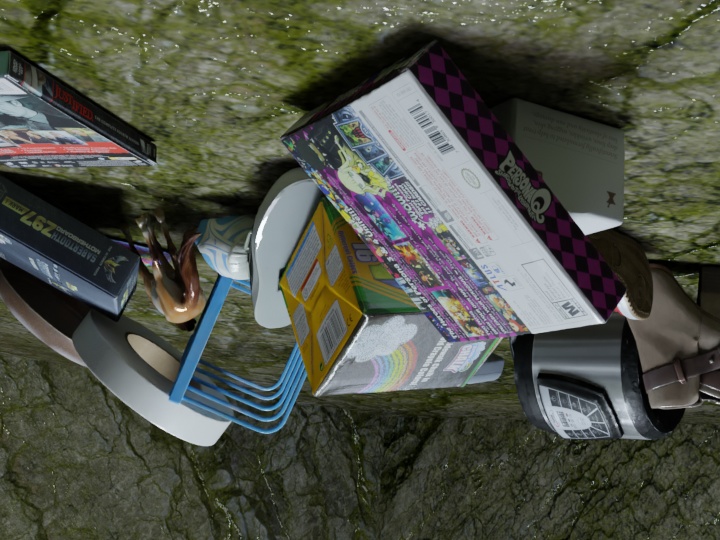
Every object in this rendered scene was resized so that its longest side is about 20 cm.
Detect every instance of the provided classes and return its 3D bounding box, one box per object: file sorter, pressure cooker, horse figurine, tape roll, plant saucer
[{"bbox_3d":[-0.119,0.076,1.237,0.121,0.140,0.200,23,-175,-7],"label":"file sorter"},{"bbox_3d":[0.273,0.112,1.359,0.198,0.179,0.178,-2,171,38],"label":"pressure cooker"},{"bbox_3d":[-0.190,0.006,1.139,0.049,0.134,0.200,-25,-173,-20],"label":"horse figurine"},{"bbox_3d":[-0.228,0.116,1.268,0.202,0.037,0.203,38,-176,-3],"label":"tape roll"},{"bbox_3d":[-0.350,0.052,1.332,0.200,0.032,0.200,41,-176,-3],"label":"plant saucer"}]

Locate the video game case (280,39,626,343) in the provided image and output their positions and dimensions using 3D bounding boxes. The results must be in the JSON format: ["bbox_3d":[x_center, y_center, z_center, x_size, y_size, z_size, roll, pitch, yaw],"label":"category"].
[{"bbox_3d":[0.054,-0.040,0.755,0.200,0.036,0.181,50,154,-13],"label":"video game case"}]

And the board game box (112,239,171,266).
[{"bbox_3d":[-0.330,-0.009,1.373,0.198,0.040,0.157,15,165,-38],"label":"board game box"}]

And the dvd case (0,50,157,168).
[{"bbox_3d":[-0.261,-0.114,0.854,0.144,0.022,0.200,1,169,20],"label":"dvd case"}]

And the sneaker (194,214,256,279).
[{"bbox_3d":[-0.092,-0.022,1.161,0.072,0.072,0.199,35,-170,28],"label":"sneaker"}]

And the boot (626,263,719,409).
[{"bbox_3d":[0.313,0.070,1.193,0.197,0.148,0.070,1,170,23],"label":"boot"}]

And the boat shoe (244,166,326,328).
[{"bbox_3d":[-0.073,-0.030,1.021,0.070,0.064,0.201,-7,144,-21],"label":"boat shoe"}]

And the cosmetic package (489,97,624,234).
[{"bbox_3d":[0.093,-0.058,0.841,0.101,0.075,0.199,12,165,-27],"label":"cosmetic package"}]

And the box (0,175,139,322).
[{"bbox_3d":[-0.302,-0.016,1.158,0.156,0.051,0.200,30,166,-7],"label":"box"}]

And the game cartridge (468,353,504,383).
[{"bbox_3d":[0.073,0.092,1.418,0.198,0.042,0.133,21,-176,28],"label":"game cartridge"}]

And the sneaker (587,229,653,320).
[{"bbox_3d":[0.200,0.001,1.096,0.111,0.072,0.199,-8,156,35],"label":"sneaker"}]

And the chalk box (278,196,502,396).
[{"bbox_3d":[0.050,0.020,0.989,0.198,0.125,0.125,-1,143,-29],"label":"chalk box"}]
